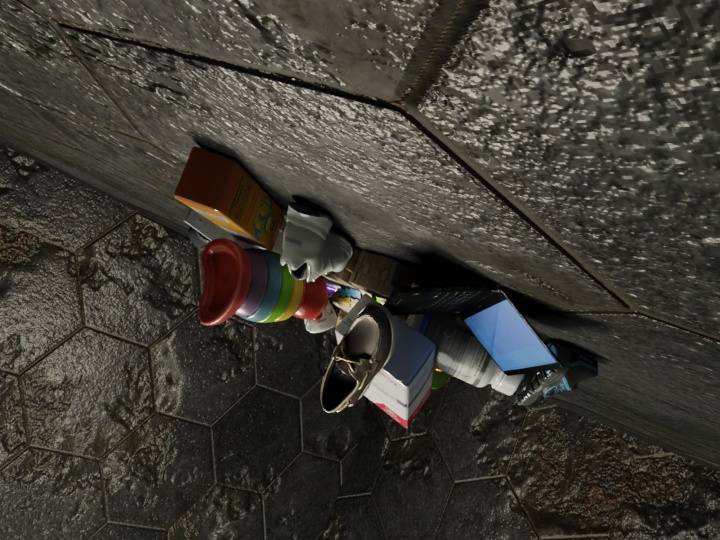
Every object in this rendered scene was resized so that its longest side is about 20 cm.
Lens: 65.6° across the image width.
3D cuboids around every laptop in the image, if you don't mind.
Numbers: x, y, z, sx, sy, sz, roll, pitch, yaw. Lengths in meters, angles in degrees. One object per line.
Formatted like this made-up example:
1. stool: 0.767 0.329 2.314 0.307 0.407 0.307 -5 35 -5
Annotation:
1. laptop: 0.130 0.087 0.735 0.193 0.107 0.177 -2 166 -9

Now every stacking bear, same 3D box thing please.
1. stacking bear: -0.132 0.028 0.857 0.112 0.125 0.197 -13 161 42

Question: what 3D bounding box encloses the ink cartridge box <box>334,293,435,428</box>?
1. ink cartridge box: 0.042 0.150 0.905 0.144 0.083 0.202 35 156 23

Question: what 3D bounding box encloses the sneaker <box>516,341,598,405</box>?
1. sneaker: 0.315 0.183 0.922 0.079 0.075 0.201 13 154 -1

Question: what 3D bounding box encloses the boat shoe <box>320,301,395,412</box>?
1. boat shoe: -0.008 0.128 0.781 0.072 0.203 0.059 41 -136 19

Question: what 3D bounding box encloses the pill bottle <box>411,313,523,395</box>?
1. pill bottle: 0.179 0.126 0.947 0.195 0.116 0.114 23 173 7

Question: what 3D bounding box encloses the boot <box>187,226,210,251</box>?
1. boot: -0.378 -0.069 1.542 0.198 0.078 0.167 34 166 -20

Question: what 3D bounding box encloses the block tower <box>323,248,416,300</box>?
1. block tower: 0.000 0.000 0.875 0.197 0.059 0.054 20 173 45

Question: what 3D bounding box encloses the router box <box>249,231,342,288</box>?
1. router box: -0.114 -0.028 1.072 0.195 0.050 0.180 23 173 12

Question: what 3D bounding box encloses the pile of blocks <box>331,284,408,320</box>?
1. pile of blocks: 0.021 0.031 0.989 0.197 0.062 0.083 1 132 48

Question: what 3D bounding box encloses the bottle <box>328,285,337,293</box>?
1. bottle: -0.118 -0.003 1.209 0.195 0.067 0.084 23 172 14

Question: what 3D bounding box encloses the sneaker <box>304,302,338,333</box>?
1. sneaker: -0.096 0.040 1.067 0.200 0.073 0.083 -139 32 -61

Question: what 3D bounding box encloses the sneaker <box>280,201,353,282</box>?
1. sneaker: -0.067 -0.026 0.777 0.073 0.089 0.200 19 173 19

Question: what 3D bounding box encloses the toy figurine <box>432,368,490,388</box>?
1. toy figurine: 0.238 0.165 1.083 0.180 0.155 0.197 5 -175 39

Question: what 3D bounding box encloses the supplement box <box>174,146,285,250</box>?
1. supplement box: -0.163 -0.087 0.736 0.067 0.068 0.200 18 173 11

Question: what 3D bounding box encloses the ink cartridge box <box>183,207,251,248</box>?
1. ink cartridge box: -0.231 -0.053 1.080 0.198 0.048 0.160 35 180 -3

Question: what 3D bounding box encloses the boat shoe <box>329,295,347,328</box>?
1. boat shoe: -0.021 0.104 1.123 0.065 0.072 0.199 47 168 -29

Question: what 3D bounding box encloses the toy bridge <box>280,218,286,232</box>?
1. toy bridge: -0.148 -0.080 0.898 0.196 0.028 0.067 21 171 24
